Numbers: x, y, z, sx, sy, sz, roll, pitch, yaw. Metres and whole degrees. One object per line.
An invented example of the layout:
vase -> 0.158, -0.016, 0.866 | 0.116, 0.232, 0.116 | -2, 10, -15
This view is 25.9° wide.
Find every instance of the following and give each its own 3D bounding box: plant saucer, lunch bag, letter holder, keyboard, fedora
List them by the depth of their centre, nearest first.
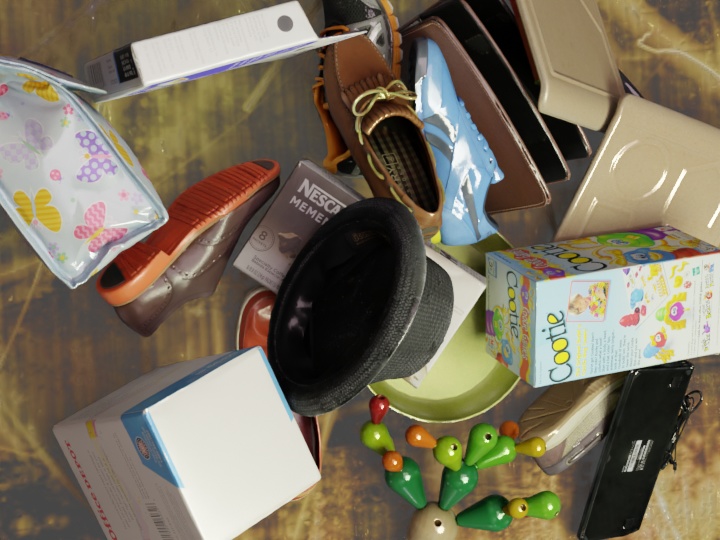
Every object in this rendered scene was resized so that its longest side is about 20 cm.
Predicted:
lunch bag -> -0.255, -0.101, 1.300 | 0.127, 0.170, 0.200 | -38, 100, -5
fedora -> 0.010, 0.040, 1.306 | 0.091, 0.200, 0.201 | 22, 81, -33
letter holder -> 0.131, -0.165, 1.462 | 0.100, 0.142, 0.200 | -36, 100, -18
plant saucer -> 0.073, 0.045, 1.496 | 0.199, 0.031, 0.201 | 1, 88, -20
keyboard -> 0.269, 0.171, 1.536 | 0.104, 0.040, 0.200 | 0, 117, -29

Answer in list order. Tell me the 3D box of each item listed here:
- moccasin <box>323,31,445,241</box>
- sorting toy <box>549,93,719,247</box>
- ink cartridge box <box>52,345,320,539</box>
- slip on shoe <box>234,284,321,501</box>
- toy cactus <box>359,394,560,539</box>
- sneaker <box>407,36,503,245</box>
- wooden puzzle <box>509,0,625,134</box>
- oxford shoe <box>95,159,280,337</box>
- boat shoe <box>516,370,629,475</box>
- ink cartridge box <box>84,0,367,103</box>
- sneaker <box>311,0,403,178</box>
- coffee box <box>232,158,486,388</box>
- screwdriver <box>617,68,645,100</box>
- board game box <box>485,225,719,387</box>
moccasin -> 0.021, -0.122, 1.354 | 0.073, 0.078, 0.202 | -7, 66, -21
sorting toy -> 0.283, -0.058, 1.542 | 0.185, 0.036, 0.200 | 16, 103, -28
ink cartridge box -> -0.156, 0.154, 1.333 | 0.125, 0.200, 0.129 | -30, 100, -35
slip on shoe -> -0.069, 0.112, 1.428 | 0.074, 0.061, 0.201 | -7, 90, -18
toy cactus -> 0.079, 0.203, 1.461 | 0.200, 0.102, 0.165 | 19, 113, -11
sneaker -> 0.086, -0.119, 1.427 | 0.078, 0.066, 0.201 | -8, 112, 1
wooden puzzle -> 0.187, -0.232, 1.479 | 0.185, 0.037, 0.201 | 7, 69, -56
oxford shoe -> -0.143, -0.023, 1.409 | 0.200, 0.071, 0.073 | -40, 123, -13
boat shoe -> 0.236, 0.124, 1.537 | 0.200, 0.072, 0.065 | -38, 123, -25
ink cartridge box -> -0.121, -0.190, 1.344 | 0.200, 0.198, 0.044 | -16, 97, -20
sneaker -> -0.008, -0.179, 1.440 | 0.077, 0.078, 0.201 | -13, 94, -34
coffee box -> 0.000, 0.000, 1.405 | 0.200, 0.080, 0.113 | 34, 97, 0
screwdriver -> 0.311, -0.126, 1.583 | 0.028, 0.029, 0.200 | -45, 98, -15
board game box -> 0.228, 0.030, 1.469 | 0.199, 0.103, 0.105 | -8, 109, -21
